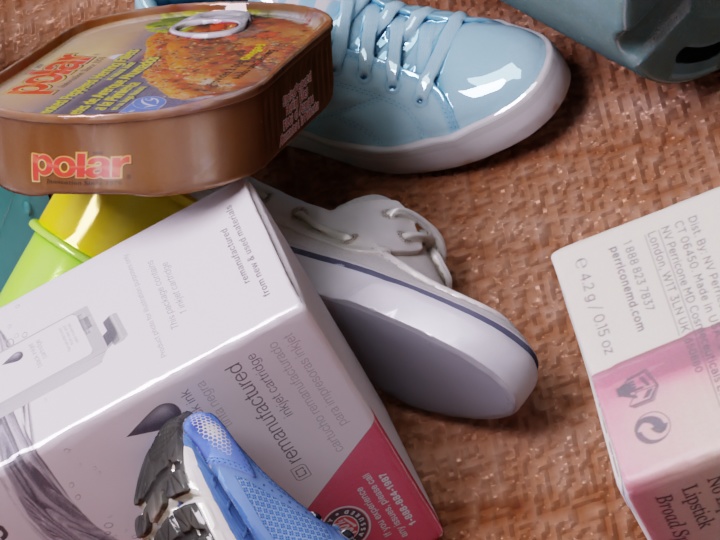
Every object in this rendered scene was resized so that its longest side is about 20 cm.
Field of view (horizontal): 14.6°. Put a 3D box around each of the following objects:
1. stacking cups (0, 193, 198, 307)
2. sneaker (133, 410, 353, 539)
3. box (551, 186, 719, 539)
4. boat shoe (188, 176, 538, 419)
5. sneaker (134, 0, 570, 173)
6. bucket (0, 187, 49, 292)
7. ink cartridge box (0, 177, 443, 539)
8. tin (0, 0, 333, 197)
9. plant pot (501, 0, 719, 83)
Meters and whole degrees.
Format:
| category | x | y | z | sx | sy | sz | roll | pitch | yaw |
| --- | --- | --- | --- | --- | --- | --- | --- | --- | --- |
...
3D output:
| category | x | y | z | sx | sy | sz | roll | pitch | yaw |
| --- | --- | --- | --- | --- | --- | --- | --- | --- | --- |
| stacking cups | -0.141 | 0.042 | 1.131 | 0.060 | 0.060 | 0.200 | 34 | 91 | 38 |
| sneaker | 0.001 | 0.125 | 0.992 | 0.089 | 0.200 | 0.079 | -43 | 5 | -28 |
| box | 0.186 | 0.032 | 0.984 | 0.200 | 0.128 | 0.109 | -21 | 50 | 9 |
| boat shoe | 0.000 | 0.000 | 1.134 | 0.200 | 0.071 | 0.070 | 18 | 63 | 43 |
| sneaker | -0.012 | -0.093 | 1.197 | 0.200 | 0.082 | 0.074 | 3 | 60 | 27 |
| bucket | -0.247 | -0.047 | 1.233 | 0.207 | 0.135 | 0.208 | -12 | 53 | 16 |
| ink cartridge box | -0.091 | 0.080 | 1.058 | 0.200 | 0.147 | 0.083 | -28 | 42 | 2 |
| tin | -0.077 | -0.068 | 1.091 | 0.112 | 0.042 | 0.200 | 5 | 18 | 14 |
| plant pot | 0.090 | -0.188 | 1.165 | 0.196 | 0.200 | 0.200 | 37 | 75 | 31 |
